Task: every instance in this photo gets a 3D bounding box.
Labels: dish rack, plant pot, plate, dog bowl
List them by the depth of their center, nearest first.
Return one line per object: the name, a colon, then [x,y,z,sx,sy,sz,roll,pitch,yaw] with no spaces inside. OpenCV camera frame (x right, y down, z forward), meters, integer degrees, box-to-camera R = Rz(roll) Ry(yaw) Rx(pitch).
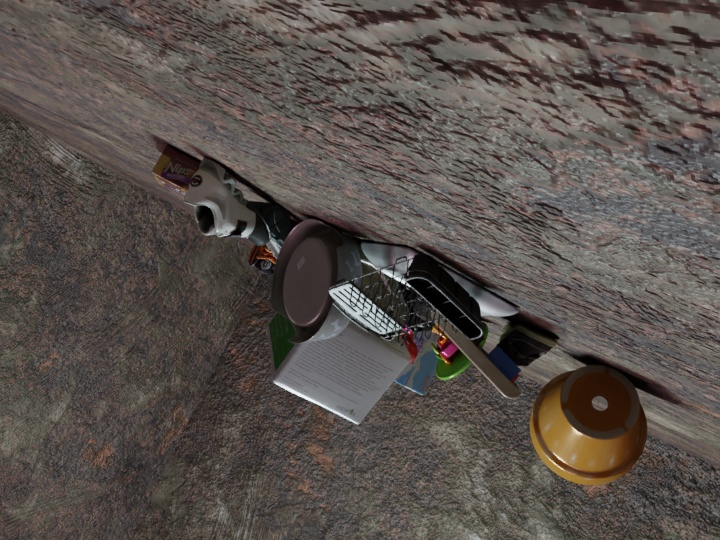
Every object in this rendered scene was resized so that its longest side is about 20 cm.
dish rack: [0.055,0.051,0.963,0.200,0.055,0.153,-19,133,38]
plate: [0.108,0.018,1.035,0.199,0.032,0.200,28,175,-19]
dog bowl: [-0.070,0.020,1.114,0.059,0.201,0.200,11,-174,-36]
plant pot: [0.398,0.252,1.192,0.200,0.200,0.183,25,161,21]

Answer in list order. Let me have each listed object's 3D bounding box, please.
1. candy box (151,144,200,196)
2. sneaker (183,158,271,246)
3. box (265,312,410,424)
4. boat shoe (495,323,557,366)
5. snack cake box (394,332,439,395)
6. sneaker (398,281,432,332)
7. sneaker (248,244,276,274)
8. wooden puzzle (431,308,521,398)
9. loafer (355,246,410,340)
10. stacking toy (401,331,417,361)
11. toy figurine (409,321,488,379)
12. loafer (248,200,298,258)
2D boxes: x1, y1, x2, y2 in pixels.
candy box: [-0.293,-0.155,1.204,0.116,0.057,0.200,28,174,-12]
sneaker: [-0.215,-0.082,1.092,0.074,0.089,0.200,20,160,34]
box: [-0.047,0.133,1.290,0.200,0.171,0.199,32,-165,-23]
boat shoe: [0.275,0.131,1.173,0.072,0.066,0.201,26,176,-1]
snack cake box: [0.135,0.172,1.605,0.067,0.200,0.115,29,175,-33]
sneaker: [0.102,0.068,1.284,0.074,0.088,0.200,24,177,-14]
sneaker: [-0.162,-0.042,1.393,0.077,0.112,0.200,27,175,-23]
wooden puzzle: [0.202,0.131,1.143,0.185,0.046,0.200,48,-175,16]
loafer: [0.028,0.042,1.156,0.075,0.070,0.200,-11,130,29]
stacking toy: [0.082,0.126,1.525,0.085,0.085,0.200,28,-149,-29]
toy figurine: [0.147,0.101,1.448,0.184,0.150,0.200,41,-162,-12]
loafer: [-0.146,-0.066,1.248,0.063,0.072,0.200,25,162,28]
